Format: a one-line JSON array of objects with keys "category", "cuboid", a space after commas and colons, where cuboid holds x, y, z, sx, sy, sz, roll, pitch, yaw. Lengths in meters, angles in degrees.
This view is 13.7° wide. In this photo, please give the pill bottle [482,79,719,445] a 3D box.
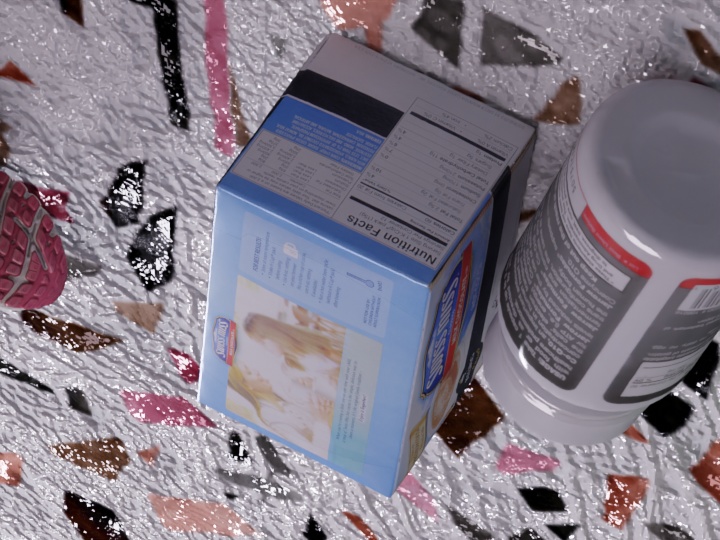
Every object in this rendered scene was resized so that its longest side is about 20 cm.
[{"category": "pill bottle", "cuboid": [0.137, 0.001, 1.542, 0.114, 0.114, 0.200, 32, 145, 3]}]

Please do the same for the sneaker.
[{"category": "sneaker", "cuboid": [-0.266, -0.034, 1.868, 0.200, 0.081, 0.075, 28, 165, 18]}]

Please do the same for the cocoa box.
[{"category": "cocoa box", "cuboid": [0.000, 0.000, 1.635, 0.133, 0.131, 0.200, 25, 143, 13]}]
